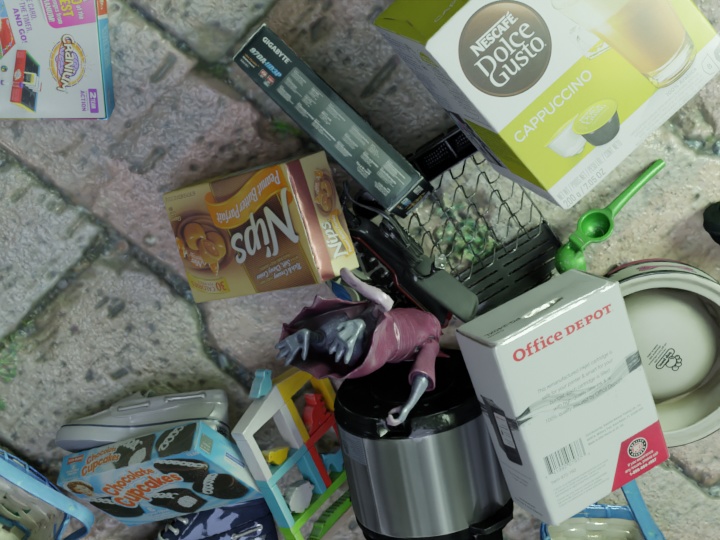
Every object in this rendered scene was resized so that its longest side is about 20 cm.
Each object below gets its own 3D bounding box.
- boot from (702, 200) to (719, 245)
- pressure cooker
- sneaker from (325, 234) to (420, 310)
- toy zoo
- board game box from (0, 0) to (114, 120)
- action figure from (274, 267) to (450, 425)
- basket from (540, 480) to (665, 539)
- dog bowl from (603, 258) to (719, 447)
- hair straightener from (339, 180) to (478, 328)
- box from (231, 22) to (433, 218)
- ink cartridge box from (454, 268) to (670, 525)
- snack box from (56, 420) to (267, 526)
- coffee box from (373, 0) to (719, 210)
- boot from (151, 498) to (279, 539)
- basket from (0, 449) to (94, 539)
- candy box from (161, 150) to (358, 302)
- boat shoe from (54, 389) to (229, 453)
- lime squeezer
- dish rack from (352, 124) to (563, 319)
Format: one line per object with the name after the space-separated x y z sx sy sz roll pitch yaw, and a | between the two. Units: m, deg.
0.445 0.000 1.636 0.197 0.073 0.163 -8 118 6 | boot
0.068 0.199 1.687 0.178 0.176 0.201 -8 111 9 | pressure cooker
0.000 0.000 1.657 0.078 0.089 0.200 -36 128 -4 | sneaker
-0.061 0.185 1.719 0.020 0.131 0.201 0 122 44 | toy zoo
-0.342 -0.221 1.583 0.199 0.040 0.154 1 115 2 | board game box
0.017 0.055 1.563 0.200 0.134 0.149 -1 121 -47 | action figure
0.263 0.298 1.723 0.138 0.177 0.201 -3 131 -10 | basket
0.301 0.076 1.674 0.199 0.074 0.201 1 115 2 | dog bowl
0.051 -0.018 1.573 0.077 0.041 0.200 -12 131 44 | hair straightener
-0.022 -0.132 1.512 0.200 0.159 0.046 44 94 5 | box
0.194 0.118 1.582 0.145 0.083 0.201 -26 110 -18 | ink cartridge box
-0.206 0.215 1.725 0.199 0.037 0.116 -17 139 34 | snack box
0.162 -0.205 1.454 0.200 0.200 0.198 -42 108 1 | coffee box
-0.191 0.286 1.806 0.199 0.073 0.091 -9 106 -1 | boot
-0.391 0.252 1.741 0.176 0.139 0.200 36 143 -14 | basket
-0.099 -0.039 1.576 0.200 0.055 0.116 -9 101 47 | candy box
-0.228 0.160 1.744 0.199 0.066 0.074 -4 153 17 | boat shoe
0.234 -0.026 1.634 0.070 0.038 0.200 11 118 -36 | lime squeezer
0.105 -0.042 1.638 0.153 0.055 0.200 -31 110 17 | dish rack
